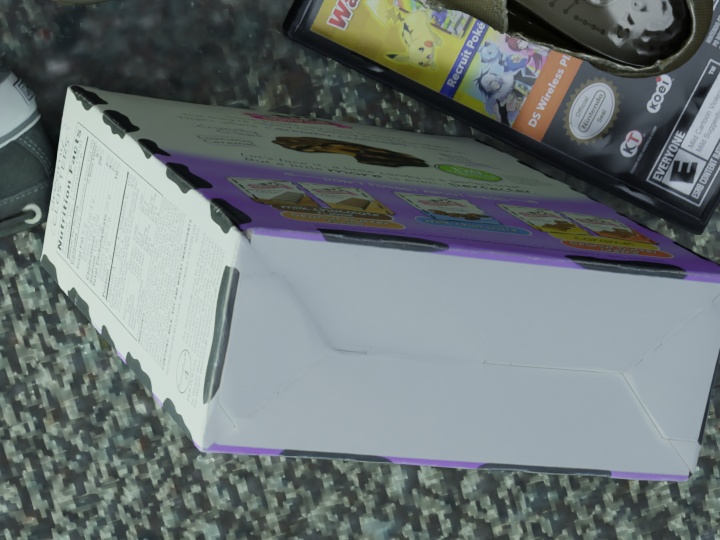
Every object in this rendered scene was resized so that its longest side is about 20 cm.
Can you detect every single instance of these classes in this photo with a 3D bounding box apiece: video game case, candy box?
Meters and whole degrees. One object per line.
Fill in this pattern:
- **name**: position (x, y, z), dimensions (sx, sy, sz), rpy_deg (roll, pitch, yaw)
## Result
- **video game case**: position (0.095, -0.139, 0.833), dimensions (0.181, 0.026, 0.200), rpy_deg (25, 99, -13)
- **candy box**: position (0.000, 0.000, 0.745), dimensions (0.168, 0.200, 0.072), rpy_deg (6, 104, -23)

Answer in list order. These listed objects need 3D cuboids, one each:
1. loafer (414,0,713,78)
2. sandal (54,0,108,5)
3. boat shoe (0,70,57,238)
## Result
- **loafer**: position (0.041, -0.126, 0.779), dimensions (0.200, 0.067, 0.076), rpy_deg (20, 100, -13)
- **sandal**: position (-0.113, -0.168, 0.748), dimensions (0.082, 0.055, 0.200), rpy_deg (-23, 132, -13)
- **boat shoe**: position (-0.198, -0.003, 0.800), dimensions (0.200, 0.069, 0.057), rpy_deg (-28, 106, -3)
